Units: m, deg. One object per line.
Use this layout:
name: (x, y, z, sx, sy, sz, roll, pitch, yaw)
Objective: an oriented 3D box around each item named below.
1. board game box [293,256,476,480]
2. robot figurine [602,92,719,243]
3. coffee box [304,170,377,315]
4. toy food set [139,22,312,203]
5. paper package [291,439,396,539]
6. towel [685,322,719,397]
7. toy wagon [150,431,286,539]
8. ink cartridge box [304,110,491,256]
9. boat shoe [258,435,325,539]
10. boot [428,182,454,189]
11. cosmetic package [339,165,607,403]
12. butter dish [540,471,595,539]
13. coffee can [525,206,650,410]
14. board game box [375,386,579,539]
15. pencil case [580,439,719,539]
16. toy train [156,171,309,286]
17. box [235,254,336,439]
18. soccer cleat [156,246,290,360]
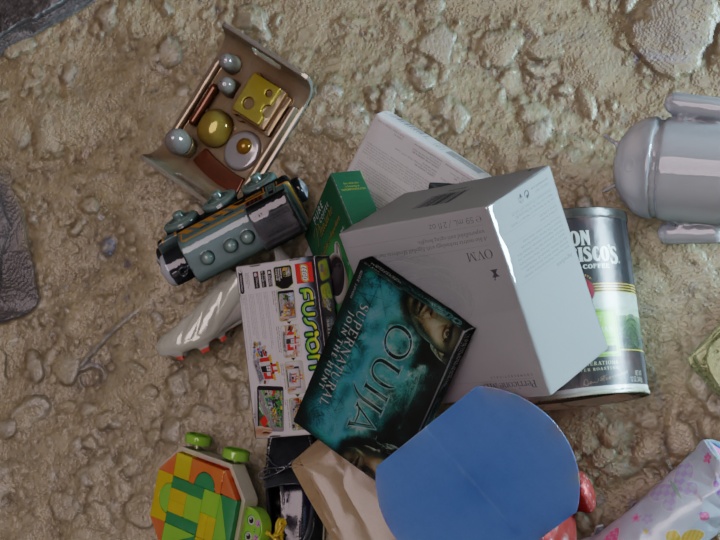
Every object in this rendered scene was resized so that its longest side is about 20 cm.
board game box: (0.022, 0.105, 1.513, 0.135, 0.028, 0.201, 33, 117, 23)
robot figurine: (0.362, -0.108, 1.642, 0.199, 0.113, 0.170, 7, 108, 18)
coffee box: (0.000, 0.000, 1.700, 0.044, 0.123, 0.201, -8, 57, -24)
toy food set: (-0.165, -0.186, 1.855, 0.143, 0.060, 0.200, 33, 93, 20)
paper package: (0.034, 0.258, 1.647, 0.103, 0.200, 0.191, -35, 73, 11)
towel: (0.464, 0.118, 1.615, 0.148, 0.036, 0.200, -43, 71, 7)
toy wagon: (-0.168, 0.281, 1.762, 0.200, 0.039, 0.156, 13, 94, 43)
ink cartridge box: (0.045, -0.063, 1.786, 0.161, 0.050, 0.201, 34, 111, 20)
boat shoe: (-0.078, 0.239, 1.761, 0.074, 0.062, 0.201, -8, 78, 19)
boot: (0.108, 0.013, 1.662, 0.065, 0.165, 0.201, 4, 99, -11)
cosmetic package: (0.113, 0.021, 1.527, 0.199, 0.123, 0.201, -9, 107, 43)
butter dish: (0.176, 0.251, 1.596, 0.147, 0.200, 0.200, -17, 71, 15)
coffee can: (0.230, 0.044, 1.645, 0.146, 0.146, 0.201, -9, 79, 17)
board game box: (0.118, 0.207, 1.488, 0.200, 0.039, 0.158, -41, 94, 16)
pencil case: (0.325, 0.270, 1.614, 0.200, 0.083, 0.091, -41, 28, 9)
toy train: (-0.151, -0.048, 1.775, 0.199, 0.114, 0.085, -26, 109, 2)
box: (-0.078, 0.088, 1.725, 0.110, 0.035, 0.201, -7, 88, 28)
soccer cleat: (-0.163, 0.039, 1.811, 0.199, 0.069, 0.078, -27, 101, 7)
